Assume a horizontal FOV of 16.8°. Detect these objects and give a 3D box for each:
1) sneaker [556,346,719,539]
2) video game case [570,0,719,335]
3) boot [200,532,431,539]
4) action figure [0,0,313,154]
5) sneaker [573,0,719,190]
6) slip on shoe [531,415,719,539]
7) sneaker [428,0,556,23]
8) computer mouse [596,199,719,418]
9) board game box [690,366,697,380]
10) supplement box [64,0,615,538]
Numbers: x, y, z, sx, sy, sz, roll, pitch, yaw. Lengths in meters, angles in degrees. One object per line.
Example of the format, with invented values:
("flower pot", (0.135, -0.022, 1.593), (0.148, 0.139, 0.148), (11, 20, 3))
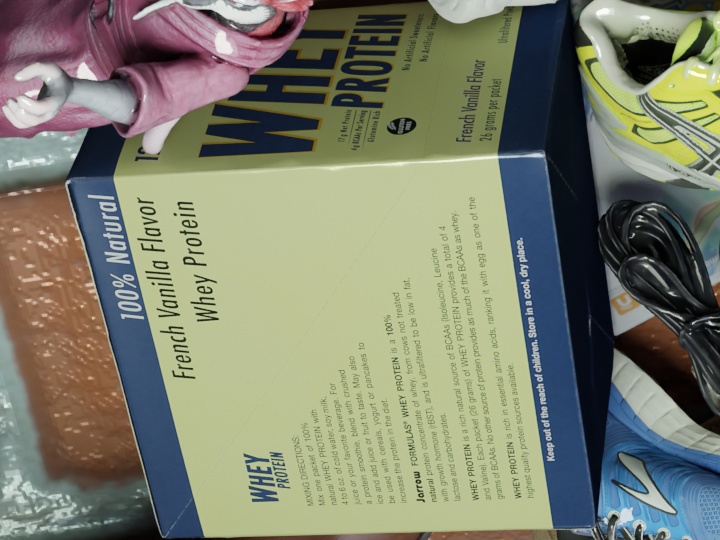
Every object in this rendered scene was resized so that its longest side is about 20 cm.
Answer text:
("sneaker", (0.141, 0.117, 1.133), (0.089, 0.200, 0.079), (-39, 136, -16))
("video game case", (0.156, -0.079, 1.109), (0.200, 0.022, 0.182), (-29, 120, 16))
("boot", (-0.070, 0.134, 1.157), (0.188, 0.069, 0.200), (-33, 162, 29))
("action figure", (-0.074, -0.082, 0.886), (0.149, 0.134, 0.200), (31, 158, -36))
("sneaker", (0.163, -0.063, 0.998), (0.075, 0.200, 0.076), (-58, 134, -17))
("slip on shoe", (0.181, 0.107, 1.211), (0.200, 0.061, 0.076), (-17, 123, 7))
("sneaker", (0.080, -0.202, 1.004), (0.099, 0.078, 0.200), (-6, 121, -28))
("computer mouse", (0.217, -0.015, 1.078), (0.200, 0.139, 0.053), (-32, 146, -5))
("board game box", (0.282, 0.083, 1.151), (0.159, 0.097, 0.200), (-38, 119, -2))
("supplement box", (0.000, 0.000, 1.072), (0.199, 0.134, 0.200), (-3, 124, 12))
